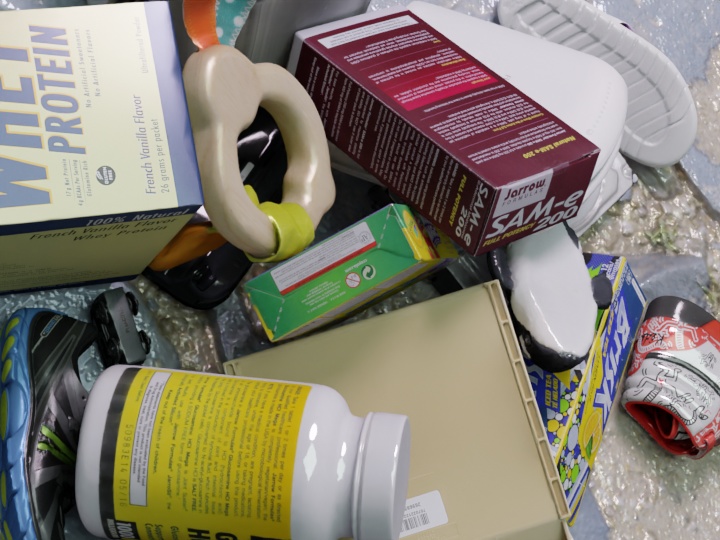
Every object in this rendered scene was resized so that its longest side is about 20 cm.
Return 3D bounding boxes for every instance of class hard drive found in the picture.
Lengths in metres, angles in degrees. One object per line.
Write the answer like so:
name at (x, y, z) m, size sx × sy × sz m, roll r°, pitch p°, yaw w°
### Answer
hard drive at (0.114, -0.066, 1.460) m, size 0.200 × 0.038 × 0.140 m, roll -41°, pitch 95°, yaw -29°

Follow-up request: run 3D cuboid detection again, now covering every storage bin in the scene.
storage bin at (0.028, 0.128, 1.282) m, size 0.199 × 0.094 × 0.199 m, roll -17°, pitch 83°, yaw -1°

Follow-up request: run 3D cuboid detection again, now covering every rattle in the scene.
rattle at (-0.108, -0.102, 1.224) m, size 0.130 × 0.143 × 0.200 m, roll -45°, pitch 122°, yaw -27°

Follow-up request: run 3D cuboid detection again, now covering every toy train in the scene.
toy train at (-0.146, 0.110, 1.275) m, size 0.034 × 0.046 × 0.201 m, roll -14°, pitch 81°, yaw -30°

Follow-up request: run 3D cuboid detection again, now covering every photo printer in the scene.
photo printer at (0.093, -0.113, 1.379) m, size 0.199 × 0.070 × 0.167 m, roll 21°, pitch 48°, yaw 17°

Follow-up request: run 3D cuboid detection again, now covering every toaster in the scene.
toaster at (-0.069, -0.207, 1.283) m, size 0.200 × 0.129 × 0.114 m, roll -32°, pitch 68°, yaw -27°

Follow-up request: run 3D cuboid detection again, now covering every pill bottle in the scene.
pill bottle at (-0.072, 0.124, 1.180) m, size 0.199 × 0.112 × 0.113 m, roll 5°, pitch 70°, yaw 8°

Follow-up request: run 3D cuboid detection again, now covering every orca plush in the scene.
orca plush at (0.117, 0.000, 1.384) m, size 0.105 × 0.071 × 0.200 m, roll -3°, pitch 56°, yaw -36°

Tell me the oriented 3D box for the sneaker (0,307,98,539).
sneaker at (-0.199, 0.121, 1.230) m, size 0.082 × 0.071 × 0.200 m, roll 3°, pitch 71°, yaw -19°

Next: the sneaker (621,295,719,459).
sneaker at (0.300, 0.113, 1.486) m, size 0.201 × 0.067 × 0.108 m, roll 29°, pitch 65°, yaw -12°

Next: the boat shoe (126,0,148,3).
boat shoe at (-0.132, -0.185, 1.359) m, size 0.200 × 0.057 × 0.067 m, roll -41°, pitch 95°, yaw -30°

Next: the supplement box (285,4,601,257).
supplement box at (0.052, -0.099, 1.262) m, size 0.109 × 0.061 × 0.200 m, roll -21°, pitch 49°, yaw -40°

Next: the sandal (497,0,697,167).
sandal at (0.200, -0.172, 1.523) m, size 0.203 × 0.082 × 0.050 m, roll 44°, pitch 18°, yaw -7°

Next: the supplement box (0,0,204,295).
supplement box at (-0.227, -0.069, 1.185) m, size 0.199 × 0.200 × 0.135 m, roll -7°, pitch 79°, yaw -21°

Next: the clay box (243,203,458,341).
clay box at (0.000, 0.000, 1.282) m, size 0.115 × 0.200 × 0.048 m, roll -28°, pitch 87°, yaw 10°

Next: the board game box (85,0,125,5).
board game box at (-0.129, -0.290, 1.364) m, size 0.200 × 0.105 × 0.103 m, roll -34°, pitch 91°, yaw -30°

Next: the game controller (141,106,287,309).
game controller at (-0.098, -0.068, 1.360) m, size 0.104 × 0.042 × 0.200 m, roll 33°, pitch 62°, yaw 2°

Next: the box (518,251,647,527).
box at (0.153, 0.086, 1.404) m, size 0.070 × 0.064 × 0.200 m, roll 54°, pitch 52°, yaw -50°
